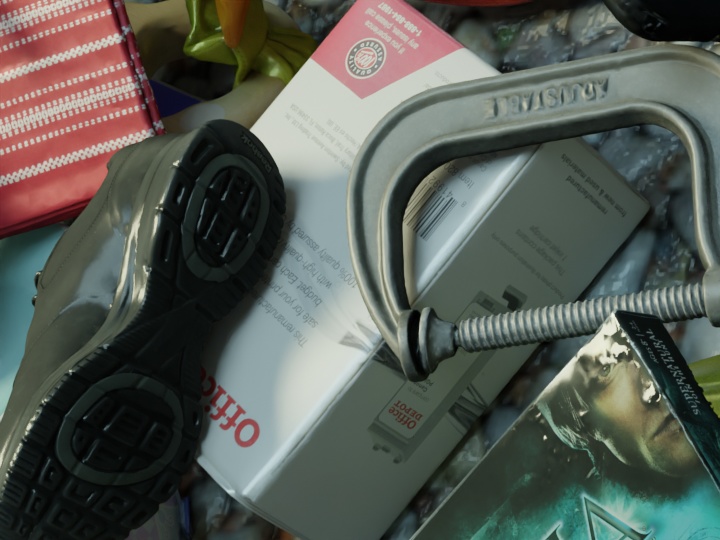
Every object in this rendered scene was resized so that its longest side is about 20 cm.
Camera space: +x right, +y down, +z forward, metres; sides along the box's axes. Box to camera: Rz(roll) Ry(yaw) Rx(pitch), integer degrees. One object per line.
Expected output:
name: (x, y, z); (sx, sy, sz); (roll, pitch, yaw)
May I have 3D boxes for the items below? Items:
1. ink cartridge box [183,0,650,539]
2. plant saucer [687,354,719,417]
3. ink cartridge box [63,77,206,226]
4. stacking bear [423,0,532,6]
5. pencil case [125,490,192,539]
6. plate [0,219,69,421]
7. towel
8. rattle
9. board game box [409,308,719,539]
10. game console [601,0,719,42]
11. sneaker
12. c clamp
ink cartridge box: (0.000, 0.000, 1.201); (0.200, 0.083, 0.146); (-50, 45, 2)
plant saucer: (0.129, 0.114, 1.063); (0.199, 0.031, 0.201); (-20, 54, 29)
ink cartridge box: (-0.181, -0.027, 1.396); (0.198, 0.043, 0.201); (24, 79, 45)
stacking bear: (0.069, -0.227, 1.272); (0.113, 0.122, 0.201); (19, 59, 2)
pencil case: (-0.173, 0.127, 1.264); (0.199, 0.083, 0.091); (-25, 56, 26)
plate: (-0.199, 0.054, 1.284); (0.199, 0.026, 0.201); (-28, 32, 19)
towel: (-0.161, -0.116, 1.279); (0.144, 0.022, 0.201); (-16, 91, 35)
rattle: (-0.122, -0.122, 1.319); (0.199, 0.143, 0.131); (22, 66, 37)
board game box: (0.071, 0.130, 1.042); (0.200, 0.028, 0.136); (-51, 52, 30)
game console: (0.129, -0.200, 1.134); (0.116, 0.175, 0.201); (-45, 69, 28)
sneaker: (-0.103, 0.031, 1.167); (0.090, 0.076, 0.201); (4, 60, 51)
c clamp: (0.083, -0.005, 1.085); (0.199, 0.027, 0.172); (-4, 72, 23)
